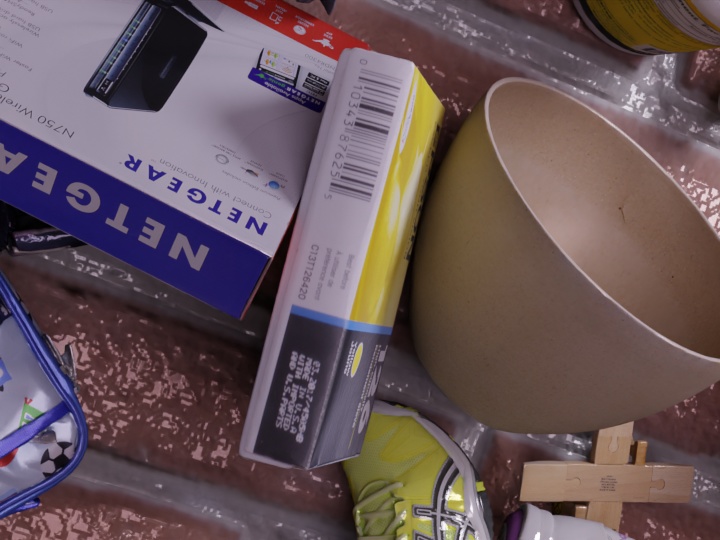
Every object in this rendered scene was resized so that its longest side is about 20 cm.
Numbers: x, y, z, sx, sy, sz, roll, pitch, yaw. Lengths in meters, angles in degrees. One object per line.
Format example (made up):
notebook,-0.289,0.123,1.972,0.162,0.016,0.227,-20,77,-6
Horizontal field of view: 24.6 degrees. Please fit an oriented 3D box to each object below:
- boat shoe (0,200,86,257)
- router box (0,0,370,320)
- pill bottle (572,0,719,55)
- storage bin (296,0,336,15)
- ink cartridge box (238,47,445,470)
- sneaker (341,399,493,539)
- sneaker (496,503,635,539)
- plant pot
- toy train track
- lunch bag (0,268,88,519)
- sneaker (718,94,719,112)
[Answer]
boat shoe,-0.108,-0.052,0.877,0.198,0.093,0.076,-21,100,-16
router box,-0.111,-0.091,0.820,0.198,0.049,0.180,26,43,-5
pill bottle,0.202,-0.182,0.916,0.111,0.200,0.114,-1,93,-18
storage bin,-0.058,-0.250,0.861,0.133,0.146,0.202,12,69,-5
ink cartridge box,0.000,0.000,0.862,0.046,0.200,0.200,13,90,12
sneaker,0.033,0.162,0.911,0.076,0.075,0.202,0,59,-51
sneaker,0.114,0.239,0.957,0.098,0.075,0.203,8,104,-2
plant pot,0.103,0.012,0.919,0.199,0.201,0.135,35,120,-17
toy train track,0.139,0.166,1.007,0.113,0.033,0.203,3,99,-18
lunch bag,-0.242,0.080,0.852,0.199,0.075,0.162,-31,104,-13
sneaker,0.317,-0.139,1.024,0.112,0.073,0.201,42,79,-14
